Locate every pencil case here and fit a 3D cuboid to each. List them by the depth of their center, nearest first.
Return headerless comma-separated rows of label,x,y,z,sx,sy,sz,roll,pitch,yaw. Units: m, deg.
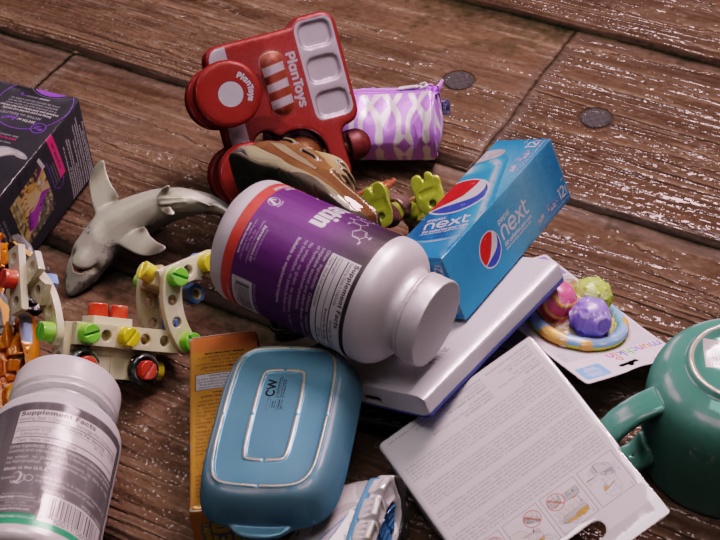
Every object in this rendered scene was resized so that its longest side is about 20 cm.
pencil case,-0.007,-0.159,1.640,0.200,0.086,0.084,-1,33,6

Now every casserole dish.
casserole dish,-0.067,0.129,1.272,0.121,0.039,0.200,0,44,12

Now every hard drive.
hard drive,0.071,0.051,1.373,0.132,0.025,0.200,8,40,45

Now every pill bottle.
pill bottle,-0.261,0.174,1.289,0.113,0.113,0.200,-1,43,5
pill bottle,-0.021,0.006,1.311,0.200,0.113,0.112,24,50,23

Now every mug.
mug,0.302,0.121,1.290,0.185,0.114,0.152,-35,51,-29

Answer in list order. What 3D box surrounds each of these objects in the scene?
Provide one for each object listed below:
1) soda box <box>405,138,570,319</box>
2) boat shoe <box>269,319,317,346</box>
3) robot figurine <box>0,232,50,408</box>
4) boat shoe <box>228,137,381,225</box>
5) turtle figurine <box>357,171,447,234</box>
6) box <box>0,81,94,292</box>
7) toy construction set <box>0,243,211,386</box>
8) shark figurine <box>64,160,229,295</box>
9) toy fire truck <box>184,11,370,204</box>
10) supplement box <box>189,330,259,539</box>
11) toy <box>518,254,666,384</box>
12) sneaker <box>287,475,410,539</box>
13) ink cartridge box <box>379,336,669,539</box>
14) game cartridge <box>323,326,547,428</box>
soda box,0.110,-0.040,1.405,0.064,0.068,0.200,2,36,40
boat shoe,-0.001,0.000,1.421,0.199,0.066,0.075,-28,19,-12
robot figurine,-0.355,0.050,1.427,0.145,0.058,0.200,-9,68,-4
boat shoe,-0.042,-0.080,1.431,0.074,0.076,0.200,-28,39,-27
turtle figurine,0.057,-0.060,1.514,0.200,0.064,0.161,3,1,21
box,-0.375,-0.089,1.583,0.122,0.106,0.200,13,46,18
toy construction set,-0.226,0.037,1.406,0.200,0.131,0.092,6,-5,-25
shark figurine,-0.189,-0.048,1.550,0.214,0.090,0.128,-9,76,8
toy fire truck,-0.079,-0.147,1.567,0.168,0.200,0.112,-17,6,-10
supplement box,-0.114,0.146,1.339,0.069,0.067,0.200,-7,42,-2
toy,0.189,0.027,1.422,0.115,0.047,0.200,-13,32,-31
sneaker,-0.029,0.248,1.232,0.087,0.075,0.200,-3,39,28
ink cartridge box,0.132,0.175,1.270,0.162,0.057,0.200,-35,60,-2
game cartridge,0.064,0.088,1.407,0.200,0.041,0.133,10,48,15
